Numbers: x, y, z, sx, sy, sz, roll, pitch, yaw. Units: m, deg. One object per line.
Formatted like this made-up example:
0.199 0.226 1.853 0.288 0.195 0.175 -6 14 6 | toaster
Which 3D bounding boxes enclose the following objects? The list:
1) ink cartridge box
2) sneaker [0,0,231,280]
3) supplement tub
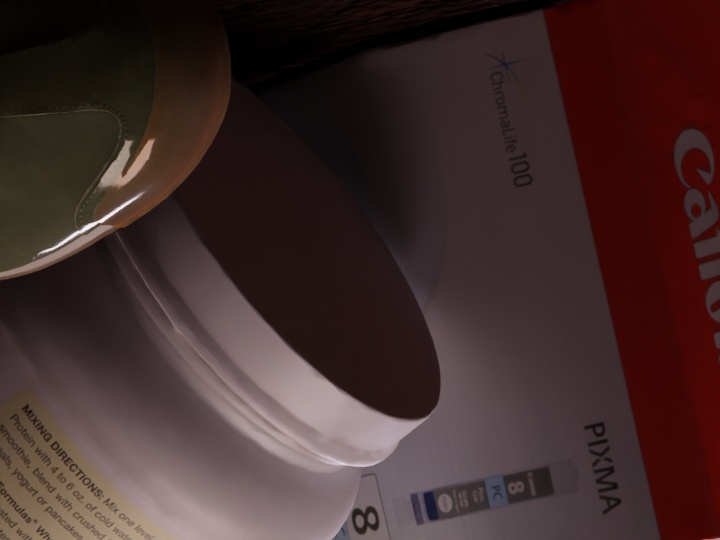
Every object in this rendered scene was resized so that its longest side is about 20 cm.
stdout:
0.049 0.007 0.745 0.047 0.161 0.199 -7 173 -42 | ink cartridge box
-0.131 -0.022 0.577 0.199 0.068 0.090 -11 180 33 | sneaker
-0.091 0.048 0.732 0.200 0.145 0.145 -38 165 18 | supplement tub
